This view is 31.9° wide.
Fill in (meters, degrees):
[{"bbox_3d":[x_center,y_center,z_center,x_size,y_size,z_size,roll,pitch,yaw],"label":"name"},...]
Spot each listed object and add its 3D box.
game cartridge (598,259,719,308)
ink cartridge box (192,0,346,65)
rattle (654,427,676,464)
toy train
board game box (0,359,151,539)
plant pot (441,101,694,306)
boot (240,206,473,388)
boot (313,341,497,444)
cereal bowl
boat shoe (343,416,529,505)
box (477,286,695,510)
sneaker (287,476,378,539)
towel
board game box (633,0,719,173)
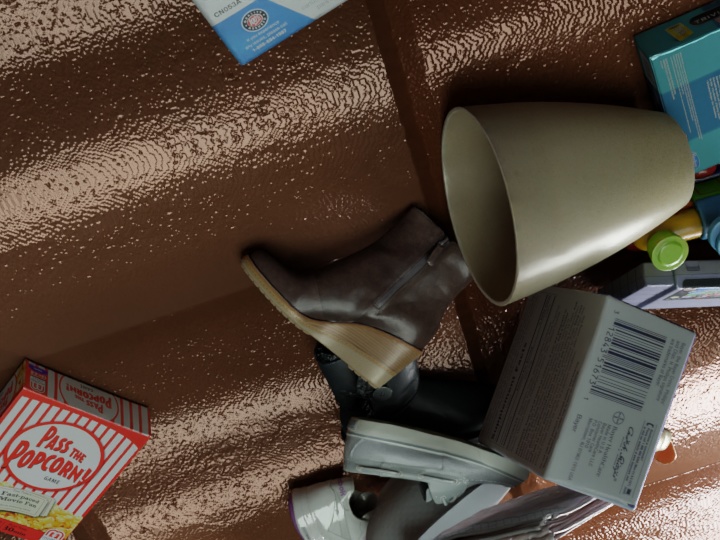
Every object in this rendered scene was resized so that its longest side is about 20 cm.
[{"bbox_3d":[0.368,0.017,1.329,0.200,0.038,0.130,-2,171,-11],"label":"game cartridge"},{"bbox_3d":[-0.094,-0.289,0.999,0.145,0.084,0.200,-29,128,11],"label":"ink cartridge box"},{"bbox_3d":[0.320,0.139,1.443,0.200,0.130,0.143,19,78,-39],"label":"rattle"},{"bbox_3d":[0.284,-0.039,1.254,0.200,0.116,0.085,-15,123,-2],"label":"toy train"},{"bbox_3d":[-0.341,0.200,1.347,0.151,0.046,0.200,26,117,-29],"label":"board game box"},{"bbox_3d":[0.201,-0.081,1.177,0.200,0.187,0.188,-14,129,-11],"label":"plant pot"},{"bbox_3d":[0.000,0.000,1.260,0.200,0.072,0.166,39,88,-5],"label":"boot"},{"bbox_3d":[0.060,0.118,1.354,0.200,0.076,0.168,-10,133,3],"label":"boot"},{"bbox_3d":[0.081,0.262,1.440,0.200,0.083,0.200,-36,158,-17],"label":"cereal bowl"},{"bbox_3d":[0.077,0.207,1.322,0.200,0.070,0.072,15,87,-8],"label":"boat shoe"},{"bbox_3d":[0.221,0.120,1.266,0.105,0.200,0.184,21,88,-14],"label":"box"},{"bbox_3d":[-0.007,0.320,1.497,0.099,0.075,0.200,-24,129,7],"label":"sneaker"},{"bbox_3d":[0.167,0.265,1.337,0.200,0.032,0.191,-23,173,37],"label":"towel"},{"bbox_3d":[0.377,-0.194,1.203,0.200,0.047,0.151,-23,128,5],"label":"board game box"}]
